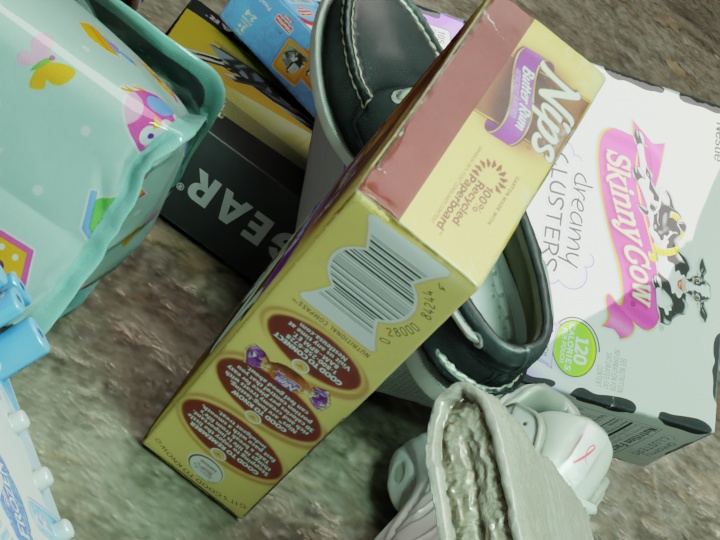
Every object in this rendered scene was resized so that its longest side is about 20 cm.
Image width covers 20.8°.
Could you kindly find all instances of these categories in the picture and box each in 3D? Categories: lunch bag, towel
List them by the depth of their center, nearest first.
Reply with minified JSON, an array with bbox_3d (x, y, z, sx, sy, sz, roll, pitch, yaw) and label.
[{"bbox_3d":[0.064,0.151,0.654,0.133,0.034,0.202,50,28,-59],"label":"towel"},{"bbox_3d":[-0.148,-0.071,0.778,0.170,0.122,0.200,36,8,-3],"label":"lunch bag"}]

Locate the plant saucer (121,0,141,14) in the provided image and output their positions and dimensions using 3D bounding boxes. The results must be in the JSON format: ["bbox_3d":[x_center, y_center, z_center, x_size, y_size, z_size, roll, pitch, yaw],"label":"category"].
[{"bbox_3d":[-0.172,-0.161,0.841,0.199,0.037,0.200,35,-23,0],"label":"plant saucer"}]

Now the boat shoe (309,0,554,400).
[{"bbox_3d":[0.035,-0.044,0.840,0.075,0.060,0.202,-13,74,-30],"label":"boat shoe"}]

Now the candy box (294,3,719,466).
[{"bbox_3d":[0.073,-0.017,0.925,0.198,0.072,0.170,16,67,-17],"label":"candy box"}]

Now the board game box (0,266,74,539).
[{"bbox_3d":[-0.115,0.045,0.558,0.201,0.026,0.200,64,3,29],"label":"board game box"}]

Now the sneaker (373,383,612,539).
[{"bbox_3d":[0.058,0.101,0.795,0.078,0.099,0.200,43,19,-17],"label":"sneaker"}]

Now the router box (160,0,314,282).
[{"bbox_3d":[-0.033,-0.043,1.009,0.199,0.052,0.158,36,21,-10],"label":"router box"}]

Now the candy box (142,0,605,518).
[{"bbox_3d":[0.000,0.000,0.725,0.056,0.200,0.117,37,50,-3],"label":"candy box"}]

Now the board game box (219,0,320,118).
[{"bbox_3d":[0.031,-0.079,1.064,0.200,0.037,0.151,47,21,16],"label":"board game box"}]
